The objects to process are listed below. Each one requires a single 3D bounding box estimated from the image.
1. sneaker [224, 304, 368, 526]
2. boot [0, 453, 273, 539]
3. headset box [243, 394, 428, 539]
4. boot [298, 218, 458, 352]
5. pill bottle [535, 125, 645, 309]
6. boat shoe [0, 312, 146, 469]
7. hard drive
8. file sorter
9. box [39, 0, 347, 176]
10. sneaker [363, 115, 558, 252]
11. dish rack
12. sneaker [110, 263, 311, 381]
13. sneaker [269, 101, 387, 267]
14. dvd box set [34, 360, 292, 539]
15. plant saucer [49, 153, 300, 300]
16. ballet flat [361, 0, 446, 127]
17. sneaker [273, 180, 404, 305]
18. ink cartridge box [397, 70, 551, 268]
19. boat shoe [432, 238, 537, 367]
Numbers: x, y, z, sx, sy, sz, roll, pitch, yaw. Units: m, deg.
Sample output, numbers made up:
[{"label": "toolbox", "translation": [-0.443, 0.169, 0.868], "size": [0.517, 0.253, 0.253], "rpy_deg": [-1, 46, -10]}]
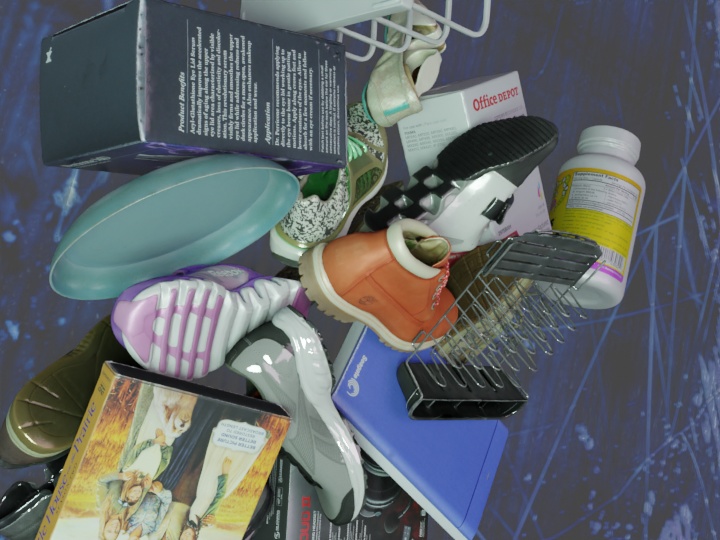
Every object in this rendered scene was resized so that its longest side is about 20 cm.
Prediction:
[{"label": "sneaker", "translation": [-0.052, 0.125, 0.876], "size": [0.079, 0.074, 0.201], "rpy_deg": [-28, 117, -17]}, {"label": "boot", "translation": [-0.168, 0.180, 0.841], "size": [0.200, 0.070, 0.132], "rpy_deg": [-32, 110, -27]}, {"label": "headset box", "translation": [-0.028, 0.189, 0.992], "size": [0.200, 0.077, 0.150], "rpy_deg": [10, 81, -45]}, {"label": "boot", "translation": [0.048, 0.013, 0.945], "size": [0.200, 0.107, 0.075], "rpy_deg": [24, 46, -53]}, {"label": "pill bottle", "translation": [0.272, -0.064, 1.275], "size": [0.104, 0.104, 0.201], "rpy_deg": [31, 67, -39]}, {"label": "boat shoe", "translation": [-0.205, 0.087, 0.835], "size": [0.072, 0.066, 0.201], "rpy_deg": [55, 31, -3]}, {"label": "hard drive", "translation": [0.054, 0.134, 1.002], "size": [0.200, 0.025, 0.132], "rpy_deg": [47, 45, -21]}, {"label": "file sorter", "translation": [0.007, -0.264, 0.963], "size": [0.124, 0.199, 0.139], "rpy_deg": [11, 81, -45]}, {"label": "box", "translation": [-0.129, -0.132, 0.861], "size": [0.199, 0.148, 0.105], "rpy_deg": [1, 87, -42]}, {"label": "sneaker", "translation": [0.102, -0.068, 1.019], "size": [0.200, 0.074, 0.089], "rpy_deg": [-32, 130, -4]}, {"label": "dish rack", "translation": [0.131, 0.049, 0.965], "size": [0.153, 0.200, 0.055], "rpy_deg": [6, 41, -45]}, {"label": "sneaker", "translation": [-0.128, 0.031, 0.859], "size": [0.200, 0.088, 0.081], "rpy_deg": [-1, 114, -58]}, {"label": "sneaker", "translation": [-0.019, -0.095, 0.977], "size": [0.089, 0.077, 0.200], "rpy_deg": [102, 7, -50]}, {"label": "dvd box set", "translation": [-0.150, 0.176, 0.786], "size": [0.146, 0.029, 0.201], "rpy_deg": [20, 97, -31]}, {"label": "plant saucer", "translation": [-0.141, -0.035, 0.826], "size": [0.200, 0.200, 0.028], "rpy_deg": [-11, 70, -44]}, {"label": "ballet flat", "translation": [0.054, -0.207, 1.061], "size": [0.068, 0.062, 0.200], "rpy_deg": [56, 34, -35]}, {"label": "sneaker", "translation": [0.000, 0.000, 1.033], "size": [0.200, 0.067, 0.090], "rpy_deg": [-44, 112, -39]}, {"label": "ink cartridge box", "translation": [0.120, -0.093, 1.124], "size": [0.146, 0.083, 0.201], "rpy_deg": [-30, 110, -55]}, {"label": "boat shoe", "translation": [0.106, 0.042, 1.060], "size": [0.063, 0.200, 0.074], "rpy_deg": [15, 46, -36]}]
